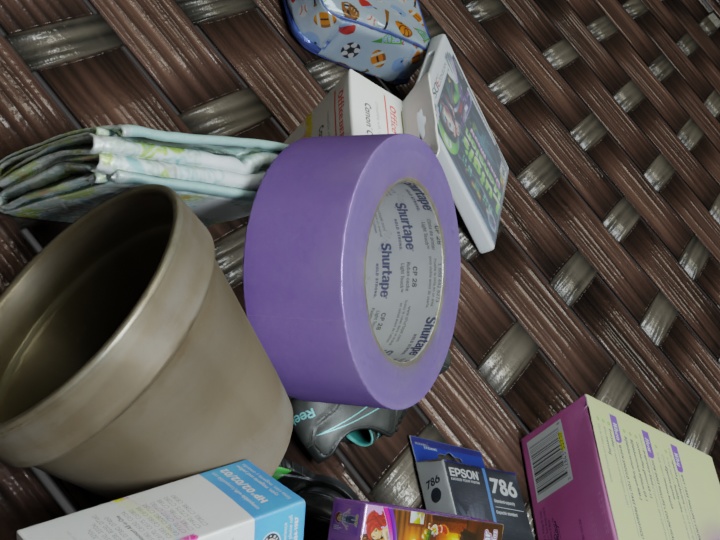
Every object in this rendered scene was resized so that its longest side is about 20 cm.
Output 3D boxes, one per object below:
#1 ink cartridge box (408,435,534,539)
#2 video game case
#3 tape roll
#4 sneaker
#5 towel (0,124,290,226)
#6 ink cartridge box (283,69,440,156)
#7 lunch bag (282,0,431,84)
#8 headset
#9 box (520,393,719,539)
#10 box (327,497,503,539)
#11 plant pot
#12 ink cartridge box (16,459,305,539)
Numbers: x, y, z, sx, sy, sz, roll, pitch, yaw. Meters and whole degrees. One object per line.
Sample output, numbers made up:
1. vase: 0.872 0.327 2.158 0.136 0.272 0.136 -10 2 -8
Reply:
1. ink cartridge box: 0.107 0.232 0.977 0.098 0.039 0.202 17 45 -37
2. video game case: 0.120 -0.151 1.310 0.202 0.023 0.183 60 28 -27
3. tape roll: 0.000 0.000 0.844 0.199 0.084 0.204 -9 100 -61
4. sneaker: 0.010 0.109 0.970 0.198 0.075 0.080 -12 75 -43
5. towel: -0.158 -0.068 0.852 0.198 0.169 0.049 5 80 -46
6. ink cartridge box: -0.017 -0.094 1.005 0.067 0.200 0.118 25 40 -29
7. lunch bag: -0.004 -0.314 1.349 0.198 0.076 0.162 15 44 -39
8. headset: -0.017 0.206 0.810 0.199 0.093 0.125 35 36 -33
9. box: 0.268 0.248 1.091 0.198 0.097 0.178 26 40 -29
10. box: 0.028 0.266 0.766 0.135 0.039 0.204 16 78 -37
11. plant pot: -0.141 0.075 0.742 0.174 0.198 0.202 49 30 -31
12. ink cartridge box: -0.131 0.197 0.645 0.198 0.117 0.067 -10 23 -39
